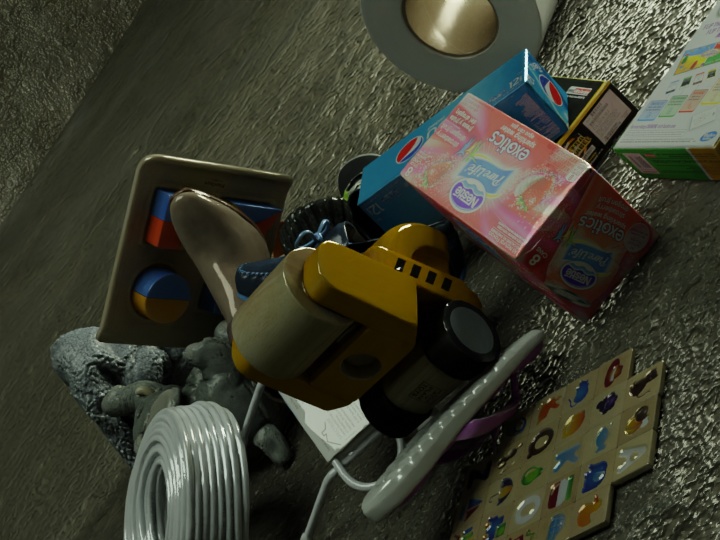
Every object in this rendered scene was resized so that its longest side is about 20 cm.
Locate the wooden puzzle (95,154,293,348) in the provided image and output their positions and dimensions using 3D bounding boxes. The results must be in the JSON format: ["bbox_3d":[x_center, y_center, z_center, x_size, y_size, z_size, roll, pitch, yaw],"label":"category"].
[{"bbox_3d":[-0.158,-0.009,1.668,0.046,0.185,0.201,31,108,46],"label":"wooden puzzle"}]

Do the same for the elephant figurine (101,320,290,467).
[{"bbox_3d":[-0.170,0.155,1.664,0.200,0.142,0.155,-36,8,20],"label":"elephant figurine"}]

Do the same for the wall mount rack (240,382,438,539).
[{"bbox_3d":[-0.034,0.132,1.414,0.174,0.075,0.200,-43,56,8],"label":"wall mount rack"}]

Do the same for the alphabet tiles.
[{"bbox_3d":[0.138,0.142,1.194,0.200,0.006,0.167,-35,23,37],"label":"alphabet tiles"}]

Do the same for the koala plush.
[{"bbox_3d":[-0.217,0.097,1.840,0.200,0.184,0.177,-39,19,-5],"label":"koala plush"}]

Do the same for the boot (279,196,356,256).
[{"bbox_3d":[-0.002,0.000,1.539,0.211,0.079,0.158,-28,64,48],"label":"boot"}]

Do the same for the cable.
[{"bbox_3d":[-0.156,0.216,1.489,0.200,0.069,0.201,-153,69,-66],"label":"cable"}]

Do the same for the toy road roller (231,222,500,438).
[{"bbox_3d":[0.004,0.026,1.303,0.123,0.200,0.146,-45,34,37],"label":"toy road roller"}]

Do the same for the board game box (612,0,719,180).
[{"bbox_3d":[0.306,-0.162,1.329,0.200,0.040,0.153,-53,19,-9],"label":"board game box"}]

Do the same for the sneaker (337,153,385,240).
[{"bbox_3d":[0.019,-0.069,1.647,0.072,0.083,0.200,-48,40,8],"label":"sneaker"}]

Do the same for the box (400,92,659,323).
[{"bbox_3d":[0.133,-0.055,1.353,0.095,0.103,0.200,-49,35,0],"label":"box"}]

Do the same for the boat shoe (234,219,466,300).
[{"bbox_3d":[-0.010,-0.013,1.430,0.199,0.069,0.084,-6,19,4],"label":"boat shoe"}]

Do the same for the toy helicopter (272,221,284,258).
[{"bbox_3d":[-0.071,0.036,1.729,0.200,0.079,0.132,-61,37,13],"label":"toy helicopter"}]

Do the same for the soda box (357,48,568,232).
[{"bbox_3d":[0.092,-0.109,1.510,0.200,0.064,0.068,-35,25,26],"label":"soda box"}]

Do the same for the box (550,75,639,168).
[{"bbox_3d":[0.154,-0.107,1.554,0.160,0.049,0.200,-53,20,-4],"label":"box"}]

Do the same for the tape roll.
[{"bbox_3d":[0.114,-0.311,1.784,0.203,0.203,0.139,-30,28,44],"label":"tape roll"}]

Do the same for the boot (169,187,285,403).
[{"bbox_3d":[-0.113,0.029,1.587,0.070,0.200,0.146,-31,36,18],"label":"boot"}]

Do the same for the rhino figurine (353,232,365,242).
[{"bbox_3d":[0.002,-0.054,1.761,0.200,0.060,0.088,-37,51,31],"label":"rhino figurine"}]

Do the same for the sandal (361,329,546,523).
[{"bbox_3d":[0.079,0.126,1.275,0.203,0.050,0.082,-44,0,-21],"label":"sandal"}]
